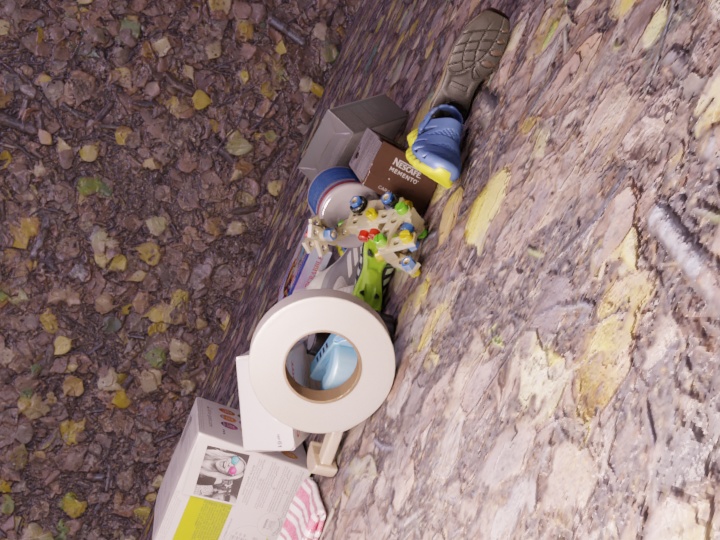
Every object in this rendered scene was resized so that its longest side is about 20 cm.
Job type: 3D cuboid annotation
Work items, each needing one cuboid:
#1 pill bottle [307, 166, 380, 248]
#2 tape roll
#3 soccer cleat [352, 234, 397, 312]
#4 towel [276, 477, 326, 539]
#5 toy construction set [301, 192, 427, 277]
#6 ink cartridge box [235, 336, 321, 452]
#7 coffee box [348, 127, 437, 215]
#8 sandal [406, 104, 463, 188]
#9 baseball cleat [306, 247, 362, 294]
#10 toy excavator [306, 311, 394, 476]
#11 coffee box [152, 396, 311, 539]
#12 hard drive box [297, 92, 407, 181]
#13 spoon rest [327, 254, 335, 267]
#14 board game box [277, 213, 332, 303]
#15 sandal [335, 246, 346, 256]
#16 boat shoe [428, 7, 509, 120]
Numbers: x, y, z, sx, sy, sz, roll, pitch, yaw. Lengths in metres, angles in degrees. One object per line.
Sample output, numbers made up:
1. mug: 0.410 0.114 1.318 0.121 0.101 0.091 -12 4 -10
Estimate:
1. pill bottle: -0.032 -0.119 1.520 0.113 0.112 0.200 -64 19 12
2. tape roll: -0.052 0.125 1.189 0.204 0.202 0.037 -63 12 14
3. soccer cleat: 0.022 -0.002 1.425 0.081 0.067 0.201 136 153 -74
4. towel: -0.106 0.415 1.288 0.201 0.030 0.146 -66 13 0
5. toy construction set: 0.015 -0.057 1.339 0.092 0.199 0.132 58 -135 -52
6. ink cartridge box: -0.117 0.182 1.355 0.200 0.084 0.146 -24 -70 -78
7. coffee box: 0.055 -0.170 1.471 0.080 0.114 0.200 -61 14 11
8. sandal: 0.118 -0.192 1.308 0.087 0.079 0.200 -51 20 22
9. baseball cleat: 0.000 0.000 1.527 0.200 0.106 0.070 -45 -28 -7
10. toy excavator: -0.030 0.174 1.285 0.195 0.099 0.201 124 155 -44
11. coffee box: -0.215 0.356 1.454 0.200 0.197 0.201 -141 73 -76
12. hard drive box: -0.015 -0.266 1.805 0.200 0.077 0.156 -27 -23 -50
13. spoon rest: -0.108 0.049 1.880 0.099 0.060 0.201 -133 66 -76
14. board game box: -0.107 0.003 1.659 0.200 0.041 0.201 -93 26 -66
15. sandal: 0.005 -0.091 1.639 0.087 0.079 0.201 -23 47 31
16. boat shoe: 0.164 -0.321 1.383 0.201 0.075 0.074 -59 11 28
